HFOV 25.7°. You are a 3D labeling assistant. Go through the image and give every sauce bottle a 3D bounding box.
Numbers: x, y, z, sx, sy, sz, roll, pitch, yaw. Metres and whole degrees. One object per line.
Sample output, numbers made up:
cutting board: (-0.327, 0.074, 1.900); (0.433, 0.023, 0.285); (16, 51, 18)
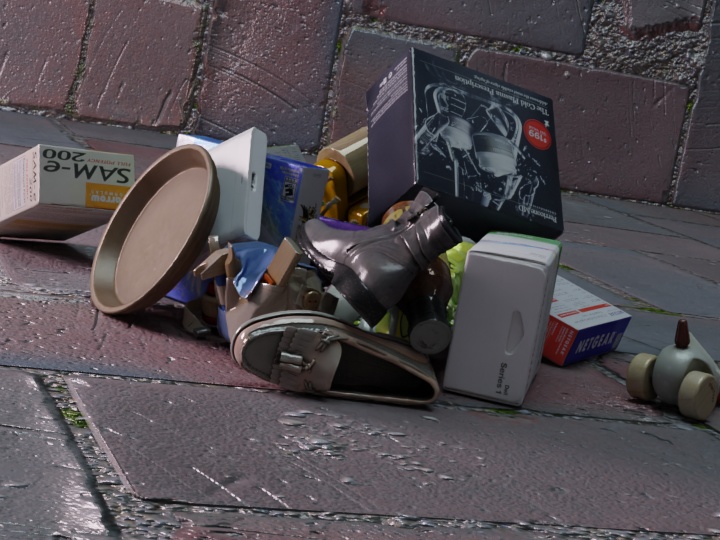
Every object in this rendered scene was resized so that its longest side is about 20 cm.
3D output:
sauce bottle: (0.056, 0.007, 1.541); (0.066, 0.066, 0.200); (9, 34, -9)

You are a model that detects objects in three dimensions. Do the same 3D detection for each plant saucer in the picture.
plant saucer: (-0.210, -0.039, 1.637); (0.029, 0.201, 0.200); (34, -5, -31)

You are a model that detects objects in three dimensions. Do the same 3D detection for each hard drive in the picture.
hard drive: (-0.182, -0.060, 1.682); (0.199, 0.132, 0.026); (-22, -38, 36)

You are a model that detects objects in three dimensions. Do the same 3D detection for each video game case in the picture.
video game case: (-0.135, -0.042, 1.714); (0.199, 0.182, 0.045); (17, 10, 40)

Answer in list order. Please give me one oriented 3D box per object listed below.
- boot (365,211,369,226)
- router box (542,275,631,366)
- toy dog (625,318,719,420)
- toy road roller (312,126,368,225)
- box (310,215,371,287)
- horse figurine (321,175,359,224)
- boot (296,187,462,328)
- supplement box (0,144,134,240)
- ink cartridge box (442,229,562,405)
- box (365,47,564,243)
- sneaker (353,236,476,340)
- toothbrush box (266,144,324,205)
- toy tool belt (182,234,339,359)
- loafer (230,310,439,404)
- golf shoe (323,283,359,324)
boot: (0.060, -0.029, 1.858); (0.153, 0.204, 0.074); (-7, 45, -42)
router box: (0.209, 0.041, 1.880); (0.179, 0.049, 0.200); (30, 16, 23)
toy dog: (0.367, 0.097, 1.687); (0.131, 0.097, 0.200); (14, 10, 21)
toy road roller: (0.026, -0.074, 2.056); (0.146, 0.201, 0.123); (23, 41, 38)
box: (0.000, 0.000, 1.790); (0.136, 0.039, 0.200); (14, -19, 23)
horse figurine: (-0.076, -0.053, 1.946); (0.050, 0.133, 0.200); (37, 13, -33)
boot: (0.022, -0.030, 1.517); (0.070, 0.132, 0.200); (47, 0, -33)
supplement box: (-0.370, -0.091, 1.893); (0.126, 0.074, 0.200); (4, -11, -36)
ink cartridge box: (0.149, 0.043, 1.618); (0.084, 0.146, 0.200); (11, 9, 10)
box: (0.115, -0.122, 1.756); (0.199, 0.183, 0.104); (15, -33, -27)
sneaker: (0.073, 0.039, 1.612); (0.076, 0.076, 0.200); (12, 44, 35)
toothbrush box: (-0.162, -0.069, 1.860); (0.199, 0.086, 0.146); (-24, -1, 16)
toy tool belt: (-0.103, 0.010, 1.554); (0.124, 0.124, 0.200); (-11, 19, -28)
loafer: (-0.018, 0.084, 1.440); (0.199, 0.072, 0.063); (10, 18, -25)
golf shoe: (0.013, 0.052, 1.658); (0.091, 0.076, 0.200); (17, 12, 23)
